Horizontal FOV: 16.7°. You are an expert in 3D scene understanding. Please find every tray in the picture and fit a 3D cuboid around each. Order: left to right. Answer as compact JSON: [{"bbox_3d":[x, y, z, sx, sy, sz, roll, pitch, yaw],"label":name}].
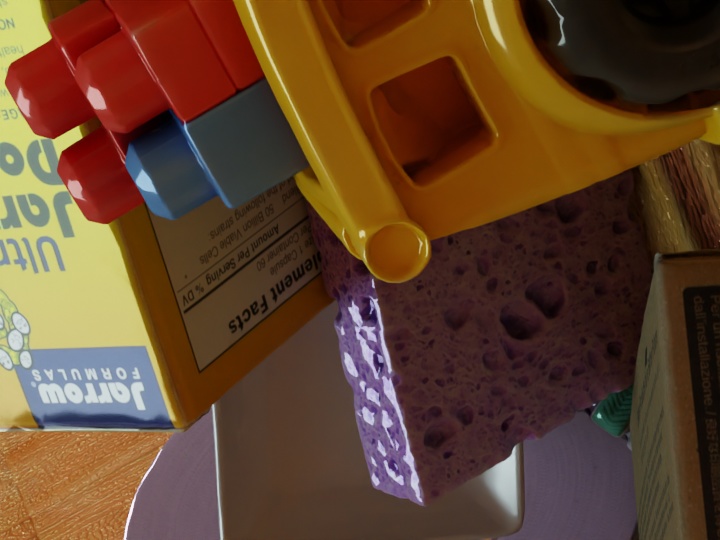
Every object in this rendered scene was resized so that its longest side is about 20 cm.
[{"bbox_3d":[0.000,0.000,0.822,0.022,0.107,0.200,-116,22,-69],"label":"tray"}]

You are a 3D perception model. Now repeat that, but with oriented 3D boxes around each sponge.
[{"bbox_3d":[0.031,-0.042,0.745,0.030,0.111,0.200,13,122,50],"label":"sponge"}]

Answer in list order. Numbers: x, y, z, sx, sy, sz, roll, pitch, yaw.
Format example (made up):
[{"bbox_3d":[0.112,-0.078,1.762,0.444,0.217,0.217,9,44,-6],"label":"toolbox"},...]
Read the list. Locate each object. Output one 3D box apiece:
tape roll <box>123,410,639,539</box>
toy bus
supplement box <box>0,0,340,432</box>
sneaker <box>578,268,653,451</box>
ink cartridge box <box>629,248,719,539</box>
[{"bbox_3d":[0.014,0.108,0.925,0.200,0.200,0.066,-123,14,-50],"label":"tape roll"},{"bbox_3d":[-0.009,-0.098,0.622,0.200,0.192,0.136,65,176,-22],"label":"toy bus"},{"bbox_3d":[-0.090,-0.064,0.723,0.109,0.109,0.200,-3,113,35],"label":"supplement box"},{"bbox_3d":[0.075,0.015,0.887,0.200,0.074,0.088,41,-177,6],"label":"sneaker"},{"bbox_3d":[0.123,0.097,0.706,0.200,0.075,0.165,73,-166,-74],"label":"ink cartridge box"}]
